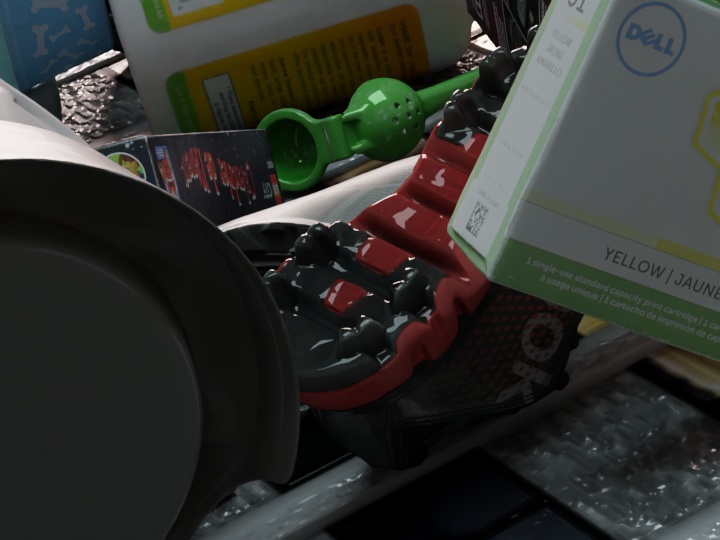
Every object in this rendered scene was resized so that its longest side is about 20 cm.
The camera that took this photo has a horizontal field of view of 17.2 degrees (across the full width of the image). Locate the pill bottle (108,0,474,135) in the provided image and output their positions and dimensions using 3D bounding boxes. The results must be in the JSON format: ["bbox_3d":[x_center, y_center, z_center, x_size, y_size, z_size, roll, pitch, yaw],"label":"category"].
[{"bbox_3d":[-0.014,-0.135,1.107,0.199,0.111,0.111,-17,25,-1],"label":"pill bottle"}]

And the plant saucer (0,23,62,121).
[{"bbox_3d":[-0.223,-0.126,1.144,0.027,0.200,0.200,-53,19,18],"label":"plant saucer"}]

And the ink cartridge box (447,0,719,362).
[{"bbox_3d":[0.132,-0.072,0.743,0.145,0.200,0.048,19,14,-23],"label":"ink cartridge box"}]

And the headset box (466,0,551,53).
[{"bbox_3d":[0.136,-0.112,0.944,0.148,0.075,0.200,-21,46,-11],"label":"headset box"}]

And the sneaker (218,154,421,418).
[{"bbox_3d":[0.000,0.000,0.888,0.200,0.074,0.079,-18,15,-15],"label":"sneaker"}]

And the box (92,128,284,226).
[{"bbox_3d":[-0.116,-0.020,0.926,0.136,0.038,0.200,-15,1,10],"label":"box"}]

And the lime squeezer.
[{"bbox_3d":[-0.015,-0.064,1.051,0.199,0.038,0.071,-20,26,-5],"label":"lime squeezer"}]

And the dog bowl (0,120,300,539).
[{"bbox_3d":[-0.120,0.046,0.697,0.200,0.201,0.059,-22,33,-11],"label":"dog bowl"}]

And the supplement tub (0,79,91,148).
[{"bbox_3d":[-0.172,0.029,0.776,0.200,0.122,0.123,-53,25,10],"label":"supplement tub"}]

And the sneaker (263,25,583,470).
[{"bbox_3d":[0.051,-0.009,0.814,0.200,0.098,0.071,-43,46,-18],"label":"sneaker"}]

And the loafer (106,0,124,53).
[{"bbox_3d":[-0.056,-0.154,1.205,0.200,0.068,0.070,-13,-5,18],"label":"loafer"}]

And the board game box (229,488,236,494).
[{"bbox_3d":[-0.142,0.070,0.879,0.103,0.019,0.200,-31,29,-26],"label":"board game box"}]

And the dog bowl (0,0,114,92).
[{"bbox_3d":[-0.155,-0.165,1.139,0.049,0.112,0.200,-13,32,-5],"label":"dog bowl"}]
